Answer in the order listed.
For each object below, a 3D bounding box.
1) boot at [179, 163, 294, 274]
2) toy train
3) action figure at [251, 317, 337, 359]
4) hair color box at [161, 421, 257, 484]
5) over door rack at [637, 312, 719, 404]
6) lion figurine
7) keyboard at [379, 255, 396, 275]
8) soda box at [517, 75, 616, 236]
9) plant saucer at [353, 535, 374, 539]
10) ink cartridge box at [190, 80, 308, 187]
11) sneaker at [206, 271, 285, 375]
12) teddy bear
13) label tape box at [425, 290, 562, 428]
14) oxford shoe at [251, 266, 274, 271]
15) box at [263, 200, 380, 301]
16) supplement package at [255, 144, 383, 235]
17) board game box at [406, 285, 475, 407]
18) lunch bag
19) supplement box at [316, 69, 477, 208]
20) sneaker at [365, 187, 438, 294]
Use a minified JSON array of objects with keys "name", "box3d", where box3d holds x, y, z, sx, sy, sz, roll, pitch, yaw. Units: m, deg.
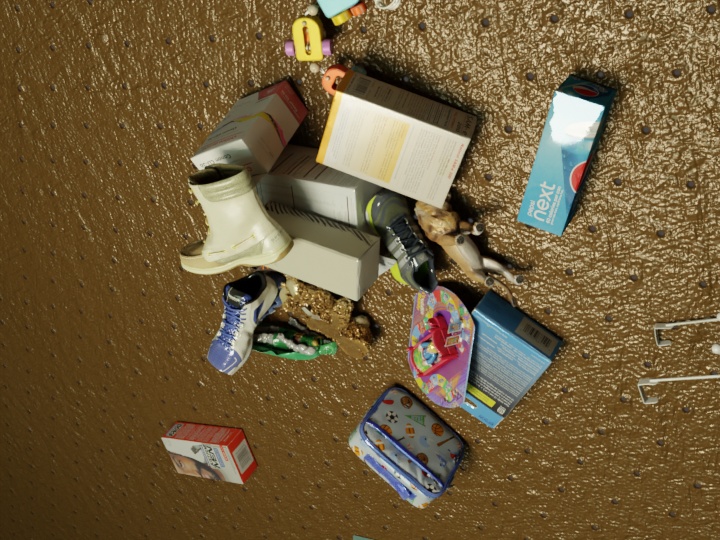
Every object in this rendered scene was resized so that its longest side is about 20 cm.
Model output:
[{"name":"boot","box3d":[-0.210,-0.075,1.194,0.200,0.072,0.155,-7,127,32]},{"name":"toy train","box3d":[-0.021,-0.336,1.176,0.150,0.056,0.200,24,126,-2]},{"name":"action figure","box3d":[-0.135,0.127,1.530,0.200,0.118,0.055,9,116,16]},{"name":"hair color box","box3d":[-0.342,0.410,1.861,0.200,0.064,0.111,-1,120,34]},{"name":"over door rack","box3d":[0.463,0.090,1.086,0.200,0.148,0.067,-24,107,39]},{"name":"lion figurine","box3d":[0.159,-0.031,1.247,0.200,0.072,0.122,57,165,-21]},{"name":"keyboard","box3d":[0.000,0.000,1.338,0.056,0.011,0.200,23,161,-11]},{"name":"soda box","box3d":[0.273,-0.151,1.103,0.068,0.064,0.200,23,130,18]},{"name":"plant saucer","box3d":[0.073,0.618,1.769,0.200,0.019,0.070,1,120,30]},{"name":"ink cartridge box","box3d":[-0.176,-0.195,1.256,0.116,0.200,0.068,-13,127,37]},{"name":"sneaker","box3d":[-0.219,0.077,1.460,0.080,0.200,0.115,30,174,25]},{"name":"teddy bear","box3d":[-0.057,0.071,1.447,0.200,0.067,0.145,28,146,11]},{"name":"label tape box","box3d":[0.213,0.149,1.340,0.143,0.066,0.200,35,135,9]},{"name":"oxford shoe","box3d":[-0.146,-0.018,1.447,0.200,0.073,0.071,12,125,25]},{"name":"box","box3d":[-0.072,-0.032,1.242,0.200,0.068,0.082,21,132,21]},{"name":"supplement package","box3d":[-0.068,-0.120,1.305,0.200,0.110,0.114,13,127,24]},{"name":"board game box","box3d":[0.113,0.125,1.334,0.158,0.039,0.200,31,121,52]},{"name":"lunch bag","box3d":[0.086,0.317,1.465,0.200,0.160,0.076,40,133,4]},{"name":"supplement box","box3d":[0.051,-0.188,1.182,0.200,0.074,0.126,21,130,0]},{"name":"sneaker","box3d":[0.073,-0.045,1.261,0.081,0.074,0.200,37,162,49]}]
